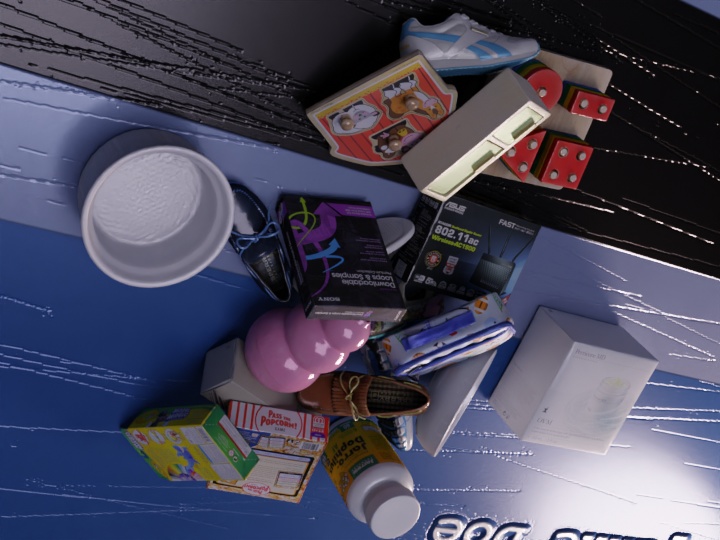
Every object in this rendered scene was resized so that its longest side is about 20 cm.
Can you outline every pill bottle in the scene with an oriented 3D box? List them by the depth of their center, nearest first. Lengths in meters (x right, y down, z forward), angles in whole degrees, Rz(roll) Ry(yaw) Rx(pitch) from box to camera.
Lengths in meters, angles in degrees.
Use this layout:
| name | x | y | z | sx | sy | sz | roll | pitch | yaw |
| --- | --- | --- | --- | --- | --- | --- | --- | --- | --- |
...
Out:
| name | x | y | z | sx | sy | sz | roll | pitch | yaw |
| --- | --- | --- | --- | --- | --- | --- | --- | --- | --- |
| pill bottle | 0.016 | 0.329 | 1.815 | 0.112 | 0.200 | 0.113 | -12 | 123 | -19 |

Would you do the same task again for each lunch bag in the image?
| name | x | y | z | sx | sy | sz | roll | pitch | yaw |
| --- | --- | --- | --- | --- | --- | --- | --- | --- | --- |
| lunch bag | 0.129 | 0.101 | 1.705 | 0.200 | 0.076 | 0.160 | -25 | 170 | 8 |

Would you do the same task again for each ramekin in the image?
| name | x | y | z | sx | sy | sz | roll | pitch | yaw |
| --- | --- | --- | --- | --- | --- | --- | --- | --- | --- |
| ramekin | -0.274 | -0.087 | 1.498 | 0.200 | 0.098 | 0.201 | -12 | 123 | -20 |

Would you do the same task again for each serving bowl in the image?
| name | x | y | z | sx | sy | sz | roll | pitch | yaw |
| --- | --- | --- | --- | --- | --- | --- | --- | --- | --- |
| serving bowl | 0.142 | 0.197 | 1.837 | 0.066 | 0.200 | 0.200 | 31 | 107 | 9 |

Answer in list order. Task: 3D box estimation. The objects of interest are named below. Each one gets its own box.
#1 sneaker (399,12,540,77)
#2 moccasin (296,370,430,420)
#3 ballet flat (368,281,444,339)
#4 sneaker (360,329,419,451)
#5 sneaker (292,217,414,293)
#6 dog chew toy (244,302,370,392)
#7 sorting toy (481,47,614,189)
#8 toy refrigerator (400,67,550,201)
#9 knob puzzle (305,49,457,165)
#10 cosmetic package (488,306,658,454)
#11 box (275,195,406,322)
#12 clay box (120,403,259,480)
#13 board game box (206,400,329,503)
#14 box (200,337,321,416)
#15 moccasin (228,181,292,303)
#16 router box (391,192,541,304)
| name | x | y | z | sx | sy | sz | roll | pitch | yaw |
| --- | --- | --- | --- | --- | --- | --- | --- | --- | --- |
| sneaker | 0.152 | -0.311 | 1.569 | 0.199 | 0.076 | 0.081 | -5 | 88 | -15 |
| moccasin | 0.005 | 0.191 | 1.720 | 0.201 | 0.078 | 0.074 | 10 | 82 | -3 |
| ballet flat | 0.059 | 0.053 | 1.738 | 0.200 | 0.069 | 0.071 | -12 | 104 | -49 |
| sneaker | 0.067 | 0.187 | 1.814 | 0.086 | 0.075 | 0.201 | -18 | 104 | -30 |
| sneaker | 0.000 | 0.000 | 1.703 | 0.200 | 0.071 | 0.099 | -32 | 137 | -8 |
| dog chew toy | -0.069 | 0.098 | 1.638 | 0.200 | 0.125 | 0.124 | -25 | 134 | 30 |
| sorting toy | 0.269 | -0.218 | 1.695 | 0.198 | 0.070 | 0.200 | 9 | 114 | -29 |
| toy refrigerator | 0.161 | -0.185 | 1.601 | 0.200 | 0.070 | 0.076 | -39 | 153 | 20 |
| knob puzzle | 0.047 | -0.198 | 1.580 | 0.219 | 0.031 | 0.220 | -11 | 146 | -7 |
| cosmetic package | 0.362 | 0.190 | 1.948 | 0.199 | 0.123 | 0.200 | 13 | 110 | -31 |
| box | -0.028 | -0.017 | 1.594 | 0.143 | 0.200 | 0.036 | 2 | 141 | -27 |
| clay box | -0.253 | 0.253 | 1.670 | 0.115 | 0.200 | 0.048 | 57 | 48 | -24 |
| board game box | -0.143 | 0.278 | 1.731 | 0.151 | 0.046 | 0.200 | 12 | 140 | -10 |
| box | -0.145 | 0.189 | 1.721 | 0.068 | 0.082 | 0.200 | -25 | 132 | 31 |
| moccasin | -0.138 | -0.039 | 1.608 | 0.080 | 0.068 | 0.200 | -34 | 127 | -3 |
| router box | 0.161 | -0.035 | 1.747 | 0.200 | 0.062 | 0.150 | 15 | 103 | -32 |
